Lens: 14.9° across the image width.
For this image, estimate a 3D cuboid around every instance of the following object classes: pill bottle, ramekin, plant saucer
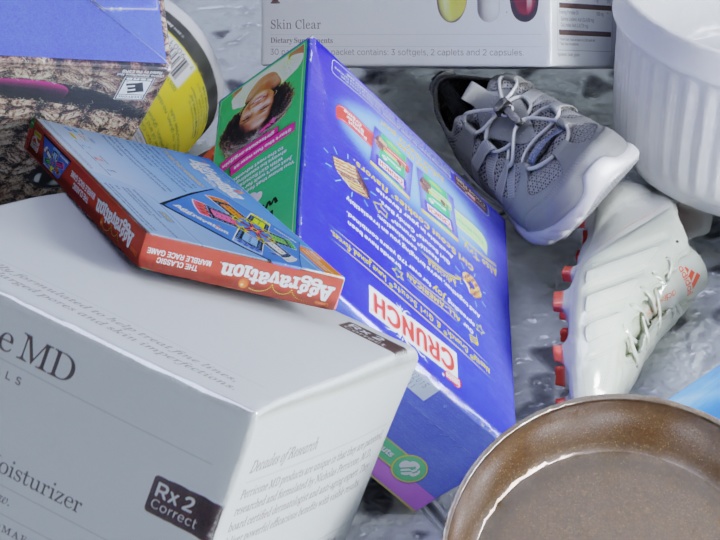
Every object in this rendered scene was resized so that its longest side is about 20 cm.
[{"bbox_3d":[-0.176,-0.073,1.645,0.114,0.115,0.200,13,42,26],"label":"pill bottle"},{"bbox_3d":[0.236,-0.106,1.574,0.199,0.106,0.200,6,28,-3],"label":"ramekin"},{"bbox_3d":[0.130,0.155,1.291,0.199,0.032,0.201,6,63,-11],"label":"plant saucer"}]

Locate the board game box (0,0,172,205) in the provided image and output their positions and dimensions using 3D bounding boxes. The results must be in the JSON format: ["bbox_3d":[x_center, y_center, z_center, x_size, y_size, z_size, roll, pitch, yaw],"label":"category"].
[{"bbox_3d":[-0.205,-0.104,1.457,0.159,0.200,0.097,1,65,-21],"label":"board game box"}]

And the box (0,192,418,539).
[{"bbox_3d":[-0.110,0.066,1.267,0.198,0.131,0.200,25,14,18],"label":"box"}]

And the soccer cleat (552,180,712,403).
[{"bbox_3d":[0.149,0.014,1.504,0.077,0.070,0.200,3,36,11],"label":"soccer cleat"}]

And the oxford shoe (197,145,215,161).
[{"bbox_3d":[-0.118,0.008,1.585,0.072,0.071,0.200,-18,28,52],"label":"oxford shoe"}]

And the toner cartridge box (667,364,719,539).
[{"bbox_3d":[0.162,0.117,1.384,0.200,0.043,0.095,-32,42,-26],"label":"toner cartridge box"}]

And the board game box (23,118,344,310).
[{"bbox_3d":[-0.089,-0.030,1.342,0.102,0.020,0.200,12,13,-25],"label":"board game box"}]

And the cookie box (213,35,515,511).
[{"bbox_3d":[0.000,0.000,1.463,0.075,0.171,0.200,-35,29,25],"label":"cookie box"}]

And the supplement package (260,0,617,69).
[{"bbox_3d":[0.063,-0.176,1.651,0.199,0.112,0.155,2,4,32],"label":"supplement package"}]

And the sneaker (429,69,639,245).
[{"bbox_3d":[0.087,-0.070,1.561,0.075,0.082,0.200,-47,21,-9],"label":"sneaker"}]
